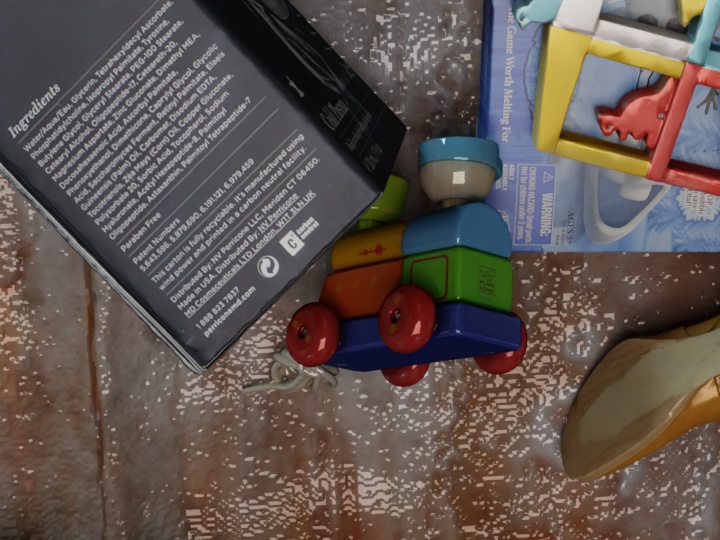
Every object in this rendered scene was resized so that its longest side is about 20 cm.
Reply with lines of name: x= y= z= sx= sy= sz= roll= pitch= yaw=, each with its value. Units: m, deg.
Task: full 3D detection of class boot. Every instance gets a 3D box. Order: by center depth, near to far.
boot: x=0.221 y=0.068 z=1.082 sx=0.143 sy=0.071 sz=0.201 roll=21 pitch=127 yaw=-31

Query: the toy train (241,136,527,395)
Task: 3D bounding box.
toy train: x=0.000 y=0.000 z=1.033 sx=0.084 sy=0.199 sz=0.117 roll=15 pitch=72 yaw=-41

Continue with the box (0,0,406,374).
box: x=-0.089 y=-0.083 z=0.913 sx=0.197 sy=0.200 sz=0.124 roll=45 pitch=102 yaw=-6

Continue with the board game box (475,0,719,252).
board game box: x=0.163 y=-0.109 z=1.021 sx=0.197 sy=0.043 sz=0.202 roll=-1 pitch=112 yaw=-4

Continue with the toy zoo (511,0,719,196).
toy zoo: x=0.171 y=-0.108 z=0.987 sx=0.198 sy=0.020 sz=0.132 roll=13 pitch=110 yaw=-9
